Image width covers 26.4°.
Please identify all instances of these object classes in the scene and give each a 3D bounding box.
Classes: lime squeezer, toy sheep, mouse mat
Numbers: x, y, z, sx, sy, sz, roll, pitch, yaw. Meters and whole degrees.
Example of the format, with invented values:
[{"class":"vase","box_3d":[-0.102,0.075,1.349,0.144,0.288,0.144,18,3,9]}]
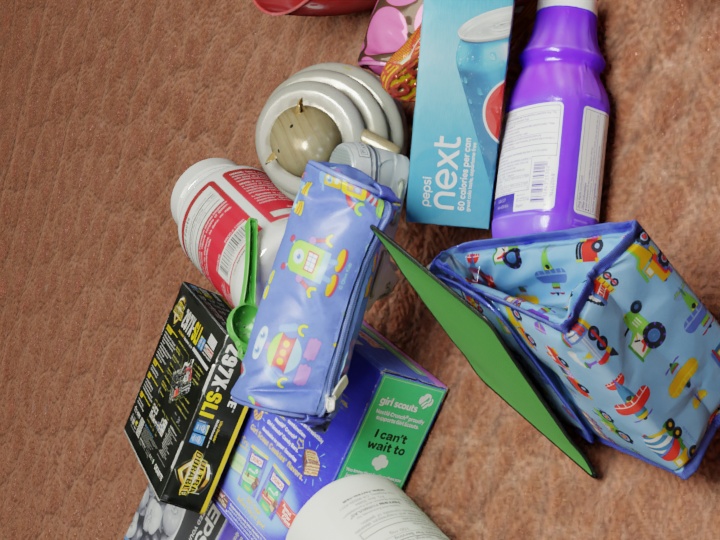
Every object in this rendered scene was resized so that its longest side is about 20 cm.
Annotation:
[{"class":"lime squeezer","box_3d":[-0.076,0.051,1.265,0.071,0.038,0.200,-42,45,21]},{"class":"toy sheep","box_3d":[-0.019,-0.113,1.307,0.138,0.200,0.138,2,98,16]},{"class":"mouse mat","box_3d":[0.088,0.058,1.091,0.008,0.200,0.161,-43,40,-5]}]

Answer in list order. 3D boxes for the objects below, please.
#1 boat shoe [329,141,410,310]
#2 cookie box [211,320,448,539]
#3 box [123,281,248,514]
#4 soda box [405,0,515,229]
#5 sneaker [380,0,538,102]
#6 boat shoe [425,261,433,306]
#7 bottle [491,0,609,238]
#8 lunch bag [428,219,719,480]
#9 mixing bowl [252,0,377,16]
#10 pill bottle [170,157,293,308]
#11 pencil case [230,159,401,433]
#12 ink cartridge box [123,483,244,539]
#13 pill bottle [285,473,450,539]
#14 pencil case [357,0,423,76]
[{"class":"boat shoe","box_3d":[0.000,0.000,1.218,0.074,0.067,0.200,37,118,59]},{"class":"cookie box","box_3d":[-0.034,0.145,1.304,0.171,0.075,0.200,37,107,52]},{"class":"box","box_3d":[-0.153,0.111,1.402,0.160,0.049,0.200,-66,21,4]},{"class":"soda box","box_3d":[0.077,-0.137,1.173,0.064,0.068,0.200,-75,-10,-65]},{"class":"sneaker","box_3d":[0.094,-0.211,1.227,0.200,0.073,0.077,-41,49,13]},{"class":"boat shoe","box_3d":[0.119,0.021,1.152,0.200,0.072,0.060,-6,71,46]},{"class":"bottle","box_3d":[0.147,-0.110,1.160,0.083,0.065,0.200,-8,72,55]},{"class":"lunch bag","box_3d":[0.140,0.045,1.043,0.094,0.151,0.200,-51,25,-18]},{"class":"mixing bowl","box_3d":[-0.008,-0.311,1.393,0.200,0.108,0.201,-29,54,48]},{"class":"pill bottle","box_3d":[-0.100,-0.029,1.419,0.200,0.112,0.112,42,112,50]},{"class":"pencil case","box_3d":[-0.030,0.020,1.139,0.087,0.078,0.200,20,94,33]},{"class":"ink cartridge box","box_3d":[-0.165,0.287,1.458,0.200,0.043,0.198,41,110,50]},{"class":"pill bottle","box_3d":[0.035,0.249,1.147,0.200,0.114,0.115,40,111,51]},{"class":"pencil case","box_3d":[0.067,-0.254,1.298,0.094,0.091,0.200,-148,74,-81]}]
